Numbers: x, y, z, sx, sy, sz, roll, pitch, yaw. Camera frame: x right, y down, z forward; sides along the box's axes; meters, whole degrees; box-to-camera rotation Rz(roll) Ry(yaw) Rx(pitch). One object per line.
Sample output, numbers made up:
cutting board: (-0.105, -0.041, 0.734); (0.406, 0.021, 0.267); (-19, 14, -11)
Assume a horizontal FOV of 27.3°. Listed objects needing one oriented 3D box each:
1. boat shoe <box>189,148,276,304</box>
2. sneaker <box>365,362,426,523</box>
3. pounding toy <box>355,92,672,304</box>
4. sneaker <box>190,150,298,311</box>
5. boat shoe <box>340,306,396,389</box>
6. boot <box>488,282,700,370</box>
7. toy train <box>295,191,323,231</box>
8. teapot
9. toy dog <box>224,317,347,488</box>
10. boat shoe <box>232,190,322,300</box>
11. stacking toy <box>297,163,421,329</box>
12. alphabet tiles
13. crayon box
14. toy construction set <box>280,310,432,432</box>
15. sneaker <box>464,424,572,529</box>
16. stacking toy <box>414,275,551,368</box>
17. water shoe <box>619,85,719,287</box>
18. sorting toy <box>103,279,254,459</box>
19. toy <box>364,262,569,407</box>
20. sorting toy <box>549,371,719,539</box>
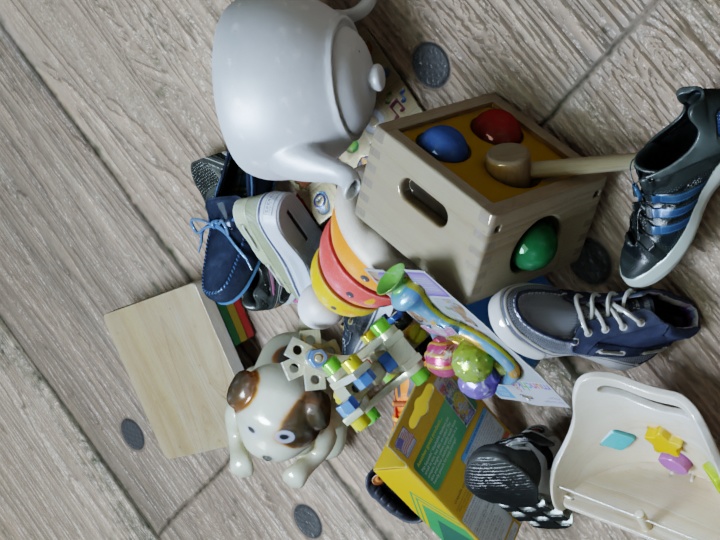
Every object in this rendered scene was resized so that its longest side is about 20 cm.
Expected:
boat shoe: (-0.145, -0.063, 1.608); (0.084, 0.069, 0.201); (-9, 61, 32)
sneaker: (0.054, 0.178, 1.586); (0.077, 0.112, 0.201); (-4, 105, 43)
pounding toy: (0.138, -0.078, 1.355); (0.200, 0.184, 0.142); (41, 133, 32)
sneaker: (-0.137, -0.043, 1.675); (0.200, 0.086, 0.080); (56, 134, 8)
boat shoe: (0.004, 0.043, 1.605); (0.091, 0.071, 0.201); (38, 124, 24)
boot: (0.212, 0.038, 1.332); (0.090, 0.200, 0.073); (-32, 59, 42)
toy train: (-0.051, -0.082, 1.606); (0.034, 0.046, 0.200); (30, 128, 29)
teapot: (-0.047, -0.186, 1.440); (0.146, 0.197, 0.201); (-5, 109, 17)
toy dog: (-0.074, 0.145, 1.621); (0.139, 0.200, 0.194); (25, 99, 3)
boat shoe: (-0.070, -0.017, 1.589); (0.062, 0.072, 0.200); (7, 144, 31)
stacking toy: (0.000, 0.000, 1.497); (0.146, 0.146, 0.200); (52, 135, 10)
alphabet tiles: (-0.019, -0.148, 1.532); (0.166, 0.006, 0.200); (-37, 83, 25)
crayon box: (0.093, 0.190, 1.494); (0.051, 0.126, 0.200); (-12, 128, 45)
toy construction set: (0.002, 0.094, 1.453); (0.092, 0.131, 0.200); (53, 165, -17)
sneaker: (0.156, 0.187, 1.455); (0.074, 0.200, 0.089); (-2, 67, 25)
stacking toy: (0.097, 0.055, 1.502); (0.116, 0.110, 0.200); (47, 148, -17)
water shoe: (0.260, -0.076, 1.283); (0.072, 0.079, 0.200); (-107, 38, -52)
sorting toy: (-0.198, 0.115, 1.821); (0.199, 0.070, 0.200); (-18, 98, 46)
toy: (0.087, 0.074, 1.363); (0.200, 0.047, 0.115); (46, 161, -21)
sorting toy: (0.267, 0.164, 1.343); (0.200, 0.107, 0.180); (17, 147, 36)
